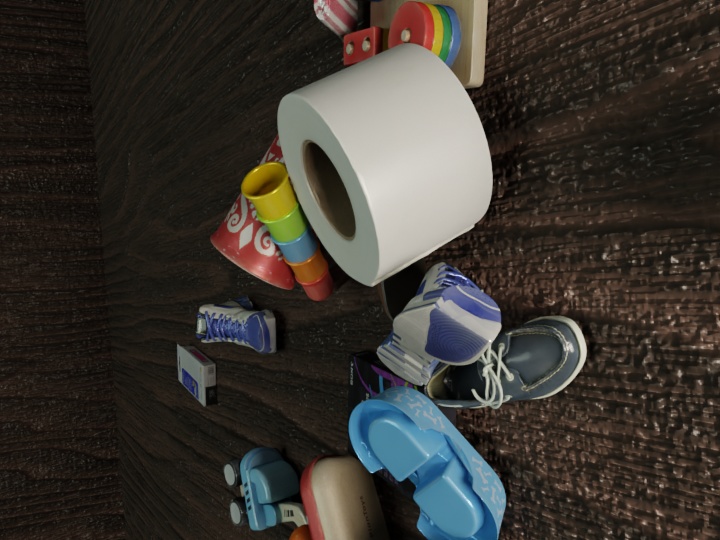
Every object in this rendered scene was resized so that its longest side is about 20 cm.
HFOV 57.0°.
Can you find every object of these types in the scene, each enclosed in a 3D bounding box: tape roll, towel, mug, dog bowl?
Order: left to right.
[{"bbox_3d":[-0.100,-0.100,0.918,0.202,0.132,0.178,-59,7,8],"label":"mug"},{"bbox_3d":[-0.029,-0.386,0.792,0.029,0.146,0.205,3,97,13],"label":"towel"},{"bbox_3d":[0.021,-0.108,0.678,0.204,0.137,0.204,51,159,28],"label":"tape roll"},{"bbox_3d":[0.074,0.210,0.710,0.200,0.049,0.112,48,133,10],"label":"dog bowl"}]

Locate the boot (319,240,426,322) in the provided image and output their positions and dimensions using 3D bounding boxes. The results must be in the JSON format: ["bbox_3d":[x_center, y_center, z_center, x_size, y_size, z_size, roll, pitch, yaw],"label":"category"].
[{"bbox_3d":[0.000,0.000,0.859,0.199,0.063,0.191,-30,56,53],"label":"boot"}]

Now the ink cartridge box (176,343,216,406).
[{"bbox_3d":[-0.388,0.240,1.562,0.199,0.036,0.097,16,108,55],"label":"ink cartridge box"}]

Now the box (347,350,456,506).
[{"bbox_3d":[0.045,0.197,0.839,0.199,0.035,0.147,15,107,58],"label":"box"}]

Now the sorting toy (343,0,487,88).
[{"bbox_3d":[0.050,-0.304,0.732,0.197,0.068,0.205,16,107,57],"label":"sorting toy"}]

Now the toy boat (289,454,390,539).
[{"bbox_3d":[-0.041,0.358,0.886,0.129,0.130,0.204,-29,66,25],"label":"toy boat"}]

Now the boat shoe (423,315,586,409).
[{"bbox_3d":[0.134,0.096,0.654,0.199,0.061,0.077,-30,67,56],"label":"boat shoe"}]

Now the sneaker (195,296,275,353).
[{"bbox_3d":[-0.233,0.105,1.196,0.198,0.113,0.083,19,114,57],"label":"sneaker"}]

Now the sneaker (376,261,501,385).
[{"bbox_3d":[0.082,0.035,0.660,0.116,0.080,0.200,-57,1,-23],"label":"sneaker"}]

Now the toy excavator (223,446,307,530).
[{"bbox_3d":[-0.134,0.395,1.119,0.199,0.098,0.199,-25,74,48],"label":"toy excavator"}]

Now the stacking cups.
[{"bbox_3d":[-0.078,-0.036,0.814,0.061,0.060,0.202,46,166,46],"label":"stacking cups"}]
